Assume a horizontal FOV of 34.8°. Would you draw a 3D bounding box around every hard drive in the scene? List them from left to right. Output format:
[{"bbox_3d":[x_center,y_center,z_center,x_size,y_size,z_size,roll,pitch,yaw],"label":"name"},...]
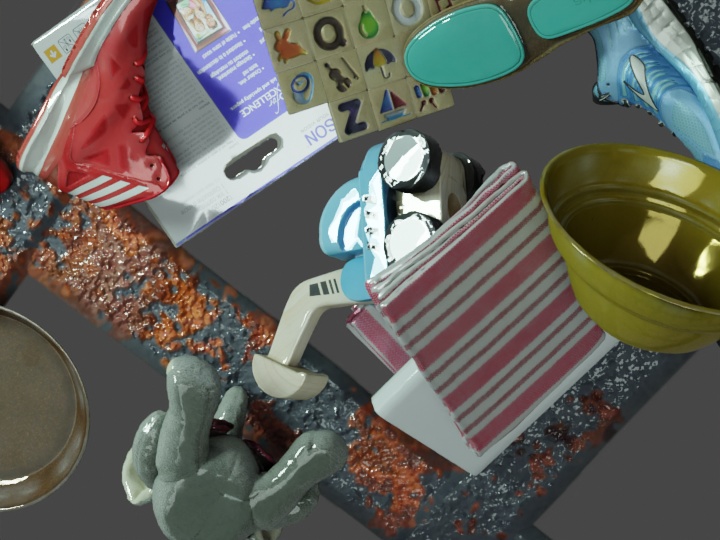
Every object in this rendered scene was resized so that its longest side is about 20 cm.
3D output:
[{"bbox_3d":[0.122,0.074,0.958,0.131,0.026,0.200,35,108,-31],"label":"hard drive"}]

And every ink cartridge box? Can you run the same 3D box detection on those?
[{"bbox_3d":[-0.127,-0.154,0.923,0.197,0.043,0.201,-31,103,12],"label":"ink cartridge box"}]

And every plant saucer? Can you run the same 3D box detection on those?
[{"bbox_3d":[-0.335,0.118,1.023,0.198,0.035,0.203,0,108,1],"label":"plant saucer"}]

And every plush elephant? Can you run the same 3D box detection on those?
[{"bbox_3d":[-0.122,0.168,0.977,0.163,0.155,0.202,23,100,-14],"label":"plush elephant"}]

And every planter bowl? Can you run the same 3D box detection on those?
[{"bbox_3d":[0.211,-0.002,0.810,0.198,0.201,0.084,13,126,-2],"label":"planter bowl"}]

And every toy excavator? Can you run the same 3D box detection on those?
[{"bbox_3d":[0.000,0.000,0.933,0.198,0.100,0.197,-10,77,33],"label":"toy excavator"}]

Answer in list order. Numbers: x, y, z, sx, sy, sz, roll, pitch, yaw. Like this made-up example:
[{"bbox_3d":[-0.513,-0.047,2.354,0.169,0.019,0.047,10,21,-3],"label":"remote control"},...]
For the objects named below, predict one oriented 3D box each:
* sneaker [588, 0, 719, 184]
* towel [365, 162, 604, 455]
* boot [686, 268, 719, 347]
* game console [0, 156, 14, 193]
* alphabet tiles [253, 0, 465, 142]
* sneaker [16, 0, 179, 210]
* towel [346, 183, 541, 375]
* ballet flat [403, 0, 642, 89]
[{"bbox_3d":[0.229,-0.147,0.896,0.090,0.078,0.201,-34,86,25],"label":"sneaker"},{"bbox_3d":[0.101,0.034,0.868,0.146,0.030,0.201,-40,128,-8],"label":"towel"},{"bbox_3d":[0.325,-0.025,0.869,0.162,0.199,0.073,-37,129,24],"label":"boot"},{"bbox_3d":[-0.419,-0.122,0.959,0.198,0.119,0.174,-24,74,9],"label":"game console"},{"bbox_3d":[0.001,-0.210,0.891,0.165,0.006,0.202,-19,102,-9],"label":"alphabet tiles"},{"bbox_3d":[-0.172,-0.134,0.882,0.115,0.079,0.200,30,120,-15],"label":"sneaker"},{"bbox_3d":[0.103,0.029,0.978,0.200,0.030,0.146,-41,102,13],"label":"towel"},{"bbox_3d":[0.127,-0.194,0.869,0.199,0.072,0.068,-21,107,32],"label":"ballet flat"}]
